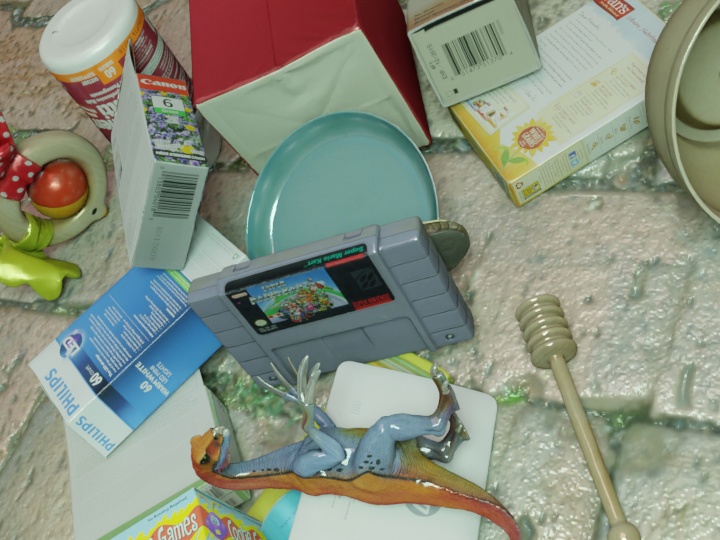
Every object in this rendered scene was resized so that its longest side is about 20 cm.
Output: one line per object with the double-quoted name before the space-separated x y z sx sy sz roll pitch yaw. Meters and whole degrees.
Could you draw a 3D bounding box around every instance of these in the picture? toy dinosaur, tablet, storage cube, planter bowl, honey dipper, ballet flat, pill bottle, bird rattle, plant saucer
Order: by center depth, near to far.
"toy dinosaur" -0.016 0.127 0.630 0.180 0.105 0.202 -28 67 -3
"tablet" 0.024 0.160 0.668 0.128 0.014 0.202 13 52 5
"honey dipper" 0.156 0.108 0.675 0.037 0.038 0.202 -21 53 12
"planter bowl" 0.295 -0.138 0.694 0.198 0.202 0.135 -30 21 4
"ballet flat" 0.000 0.000 0.765 0.198 0.067 0.047 -27 48 30
"plant saucer" -0.015 -0.038 0.823 0.197 0.027 0.204 -3 85 30
"storage cube" -0.047 -0.204 0.898 0.169 0.200 0.182 -20 54 16
"pill bottle" -0.230 -0.182 0.969 0.108 0.201 0.111 -13 51 17
"bird rattle" -0.341 -0.084 0.974 0.112 0.202 0.162 26 47 37

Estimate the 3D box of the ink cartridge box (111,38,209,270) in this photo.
"ink cartridge box" -0.182 -0.107 0.831 0.050 0.110 0.201 4 39 -24

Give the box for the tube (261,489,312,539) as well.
"tube" 0.012 0.233 0.646 0.200 0.050 0.078 40 85 27

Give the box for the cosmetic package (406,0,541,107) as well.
"cosmetic package" 0.104 -0.257 0.897 0.102 0.088 0.201 -21 36 18

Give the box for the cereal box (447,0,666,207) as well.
"cereal box" 0.190 -0.162 0.846 0.198 0.040 0.145 -31 47 4

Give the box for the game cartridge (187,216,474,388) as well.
"game cartridge" -0.023 0.031 0.738 0.197 0.130 0.039 -15 49 20

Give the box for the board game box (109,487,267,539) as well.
"board game box" -0.104 0.271 0.632 0.104 0.103 0.201 -32 50 11

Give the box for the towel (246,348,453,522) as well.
"towel" -0.013 0.147 0.745 0.086 0.018 0.201 25 71 41

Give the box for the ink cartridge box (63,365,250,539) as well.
"ink cartridge box" -0.185 0.144 0.815 0.144 0.048 0.201 -31 42 4

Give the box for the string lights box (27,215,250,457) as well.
"string lights box" -0.183 0.051 0.819 0.200 0.059 0.102 -44 44 -10
